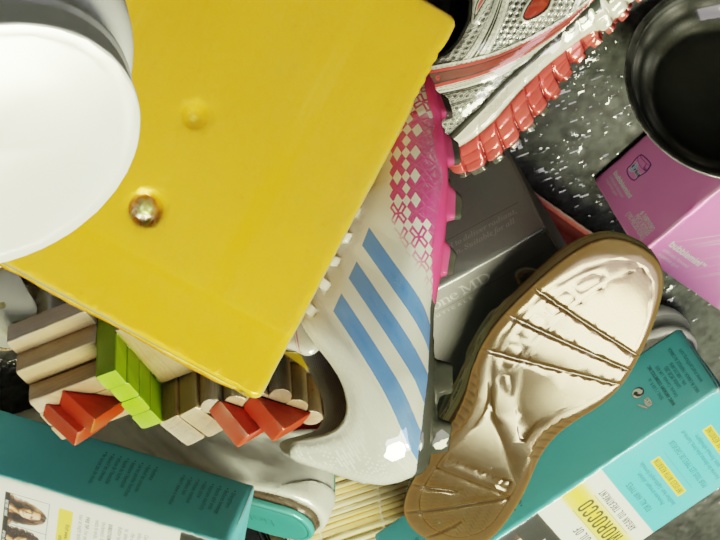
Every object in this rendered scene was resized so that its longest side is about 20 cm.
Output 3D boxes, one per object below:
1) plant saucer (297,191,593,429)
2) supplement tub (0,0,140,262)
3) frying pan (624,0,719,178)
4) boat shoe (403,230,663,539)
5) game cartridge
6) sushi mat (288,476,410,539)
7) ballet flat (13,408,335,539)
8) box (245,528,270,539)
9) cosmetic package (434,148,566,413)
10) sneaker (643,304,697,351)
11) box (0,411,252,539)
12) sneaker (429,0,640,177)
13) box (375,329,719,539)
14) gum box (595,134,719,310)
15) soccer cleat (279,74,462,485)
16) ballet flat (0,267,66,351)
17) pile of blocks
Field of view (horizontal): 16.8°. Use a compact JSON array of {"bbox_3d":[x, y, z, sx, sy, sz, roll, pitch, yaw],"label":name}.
[{"bbox_3d":[0.036,0.023,1.371,0.200,0.037,0.200,-42,136,16],"label":"plant saucer"},{"bbox_3d":[-0.177,-0.112,0.997,0.145,0.200,0.145,-15,137,-14],"label":"supplement tub"},{"bbox_3d":[0.210,-0.129,1.299,0.115,0.190,0.031,24,158,5],"label":"frying pan"},{"bbox_3d":[0.082,0.051,1.236,0.073,0.063,0.200,29,118,-13],"label":"boat shoe"},{"bbox_3d":[-0.077,-0.069,1.106,0.176,0.032,0.200,29,82,-12],"label":"game cartridge"},{"bbox_3d":[0.046,0.139,1.386,0.200,0.012,0.096,-15,95,-34],"label":"sushi mat"},{"bbox_3d":[-0.106,0.095,1.323,0.200,0.069,0.069,11,137,12],"label":"ballet flat"},{"bbox_3d":[-0.127,0.223,1.363,0.200,0.197,0.117,-24,138,-4],"label":"box"},{"bbox_3d":[0.074,0.026,1.304,0.107,0.090,0.200,-30,141,8],"label":"cosmetic package"},{"bbox_3d":[0.125,0.106,1.466,0.200,0.082,0.075,-40,137,14],"label":"sneaker"},{"bbox_3d":[-0.161,0.127,1.271,0.200,0.049,0.082,16,128,5],"label":"box"},{"bbox_3d":[0.089,-0.143,1.198,0.082,0.078,0.200,40,92,-12],"label":"sneaker"},{"bbox_3d":[0.114,0.121,1.318,0.200,0.049,0.082,-35,138,6],"label":"box"},{"bbox_3d":[0.242,-0.029,1.404,0.113,0.066,0.200,-42,137,17],"label":"gum box"},{"bbox_3d":[0.000,0.000,1.150,0.086,0.200,0.070,3,172,-10],"label":"soccer cleat"},{"bbox_3d":[-0.146,-0.006,1.221,0.200,0.067,0.068,-38,137,12],"label":"ballet flat"},{"bbox_3d":[-0.071,0.051,1.187,0.200,0.062,0.082,-4,138,-1],"label":"pile of blocks"}]
